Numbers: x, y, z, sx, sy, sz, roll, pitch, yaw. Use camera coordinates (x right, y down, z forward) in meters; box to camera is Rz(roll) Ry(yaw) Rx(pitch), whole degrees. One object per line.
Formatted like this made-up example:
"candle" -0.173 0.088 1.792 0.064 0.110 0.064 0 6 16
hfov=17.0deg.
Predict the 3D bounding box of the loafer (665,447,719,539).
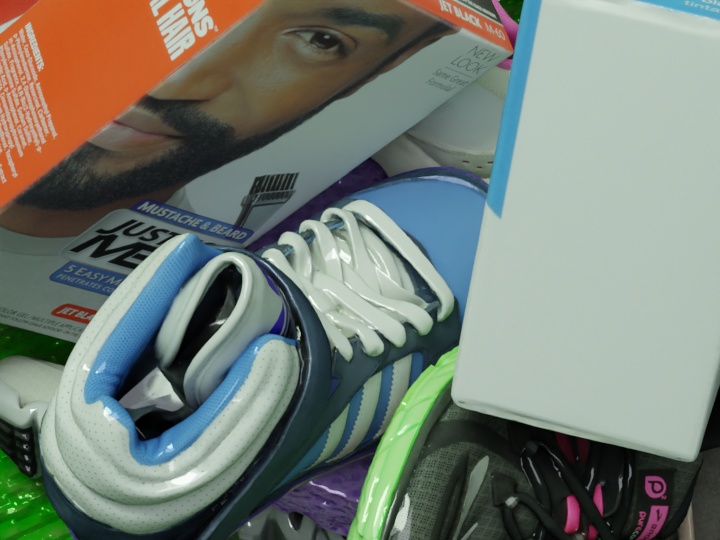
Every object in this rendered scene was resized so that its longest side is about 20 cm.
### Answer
"loafer" 0.144 0.064 0.906 0.072 0.063 0.200 6 79 -1

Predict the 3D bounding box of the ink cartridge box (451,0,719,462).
"ink cartridge box" 0.101 -0.049 0.807 0.084 0.200 0.145 14 116 10

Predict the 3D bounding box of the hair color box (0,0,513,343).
"hair color box" -0.062 -0.055 0.814 0.200 0.111 0.064 -36 59 25

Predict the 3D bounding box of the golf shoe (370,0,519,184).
"golf shoe" -0.003 -0.109 0.895 0.200 0.092 0.075 40 61 17

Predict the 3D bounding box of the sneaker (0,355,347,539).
"sneaker" -0.045 0.067 0.903 0.200 0.075 0.081 19 66 -1

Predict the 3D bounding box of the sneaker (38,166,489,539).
"sneaker" -0.017 0.017 0.775 0.200 0.146 0.081 -38 78 -17

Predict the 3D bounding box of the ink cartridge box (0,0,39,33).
"ink cartridge box" -0.134 -0.065 0.853 0.160 0.200 0.047 -27 73 -6

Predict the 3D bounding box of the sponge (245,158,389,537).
"sponge" 0.000 0.000 0.898 0.112 0.030 0.200 20 57 1

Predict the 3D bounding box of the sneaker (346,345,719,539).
"sneaker" 0.068 0.064 0.814 0.084 0.077 0.200 31 42 27
